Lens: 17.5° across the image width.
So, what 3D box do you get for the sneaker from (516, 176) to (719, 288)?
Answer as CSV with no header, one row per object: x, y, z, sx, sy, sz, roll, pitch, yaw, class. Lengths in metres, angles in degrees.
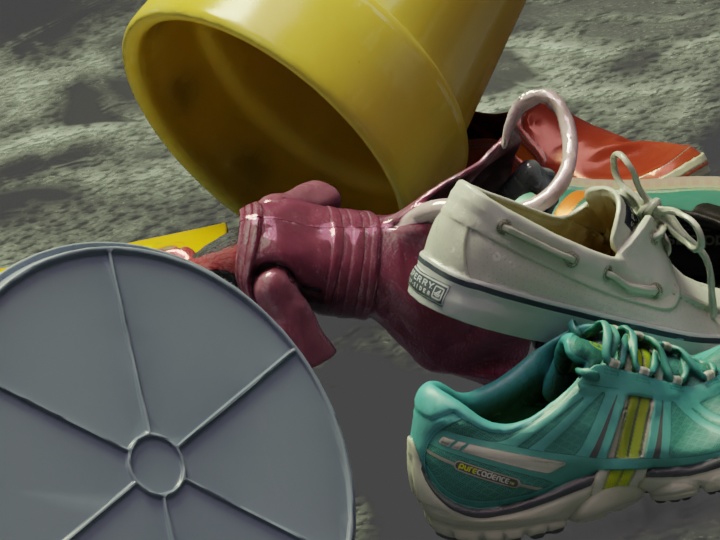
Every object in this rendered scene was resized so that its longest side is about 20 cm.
0.114,-0.008,1.196,0.198,0.072,0.080,-8,16,9,sneaker

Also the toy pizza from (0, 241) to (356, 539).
-0.090,0.084,0.952,0.200,0.201,0.032,-32,-2,-42,toy pizza

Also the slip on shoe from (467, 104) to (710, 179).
0.111,-0.067,1.363,0.199,0.062,0.074,7,27,38,slip on shoe

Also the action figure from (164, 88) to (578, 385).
0.000,0.000,1.123,0.198,0.149,0.135,3,51,-10,action figure

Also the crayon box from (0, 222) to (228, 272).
-0.165,0.046,1.236,0.198,0.059,0.173,-11,21,3,crayon box

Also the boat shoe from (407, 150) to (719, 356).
0.116,-0.010,1.075,0.201,0.087,0.075,12,13,-32,boat shoe

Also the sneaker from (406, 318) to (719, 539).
0.116,0.059,1.019,0.199,0.080,0.078,-17,21,-12,sneaker

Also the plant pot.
-0.002,-0.135,1.330,0.200,0.201,0.189,11,55,46,plant pot
